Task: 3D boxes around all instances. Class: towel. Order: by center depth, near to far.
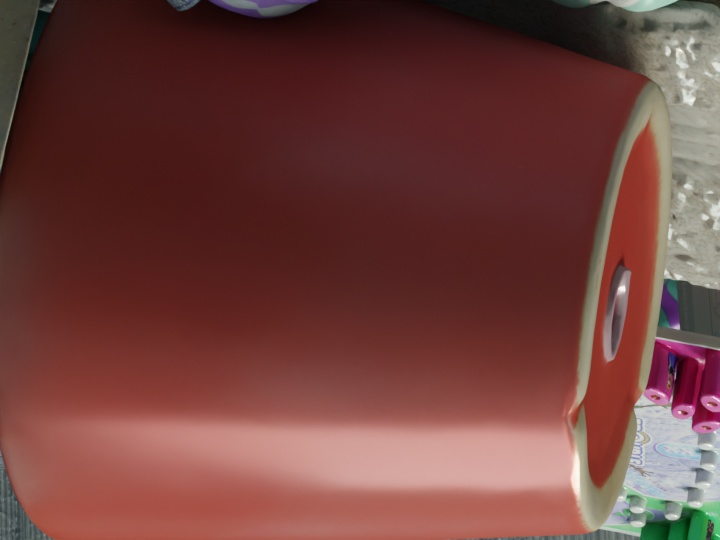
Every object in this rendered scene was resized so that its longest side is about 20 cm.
[{"bbox_3d":[0.062,-0.054,0.890,0.199,0.035,0.133,10,139,25],"label":"towel"}]

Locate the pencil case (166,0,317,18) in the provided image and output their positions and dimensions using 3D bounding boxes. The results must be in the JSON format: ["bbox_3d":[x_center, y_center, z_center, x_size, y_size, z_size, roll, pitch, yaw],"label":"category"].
[{"bbox_3d":[0.015,-0.130,0.702,0.086,0.084,0.199,48,146,-21],"label":"pencil case"}]

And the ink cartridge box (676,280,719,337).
[{"bbox_3d":[0.173,-0.052,0.964,0.047,0.161,0.200,0,171,-16],"label":"ink cartridge box"}]

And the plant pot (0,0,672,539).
[{"bbox_3d":[0.000,0.000,0.823,0.176,0.202,0.200,8,174,14],"label":"plant pot"}]

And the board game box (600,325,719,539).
[{"bbox_3d":[0.055,0.067,1.069,0.198,0.026,0.200,10,153,11],"label":"board game box"}]

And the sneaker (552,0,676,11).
[{"bbox_3d":[0.137,-0.132,0.754,0.199,0.078,0.140,-9,173,-23],"label":"sneaker"}]

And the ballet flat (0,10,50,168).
[{"bbox_3d":[-0.111,-0.055,0.965,0.073,0.074,0.200,0,-170,-19],"label":"ballet flat"}]

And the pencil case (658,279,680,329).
[{"bbox_3d":[0.136,-0.002,1.144,0.085,0.201,0.092,25,-167,18],"label":"pencil case"}]

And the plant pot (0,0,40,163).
[{"bbox_3d":[-0.213,-0.063,0.810,0.199,0.189,0.187,15,167,-13],"label":"plant pot"}]
